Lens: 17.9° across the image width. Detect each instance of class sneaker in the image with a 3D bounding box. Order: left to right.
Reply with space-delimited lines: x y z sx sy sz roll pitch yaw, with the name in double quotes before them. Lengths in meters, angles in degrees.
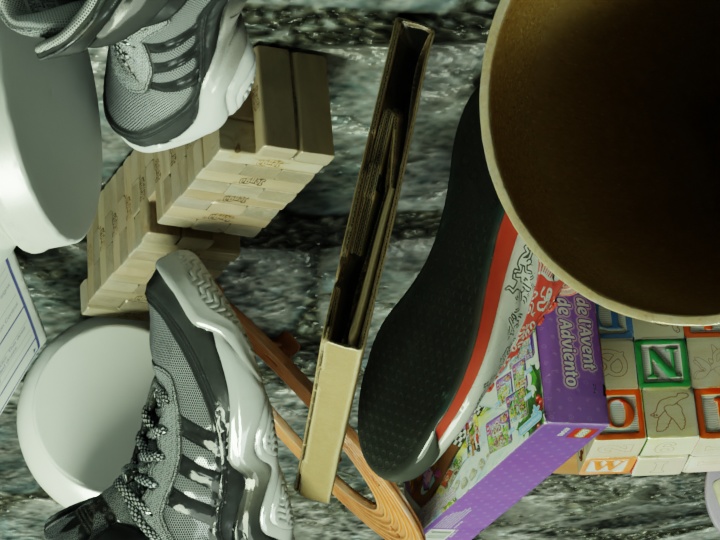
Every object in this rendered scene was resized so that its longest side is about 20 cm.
"sneaker" -0.094 -0.104 0.888 0.114 0.076 0.200 -18 159 -30
"sneaker" -0.099 0.096 1.092 0.113 0.201 0.075 -17 -158 -13
"sneaker" 0.076 0.012 1.096 0.108 0.202 0.067 12 -169 -42

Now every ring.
"ring" -0.030 0.076 1.249 0.019 0.200 0.201 -43 159 -12

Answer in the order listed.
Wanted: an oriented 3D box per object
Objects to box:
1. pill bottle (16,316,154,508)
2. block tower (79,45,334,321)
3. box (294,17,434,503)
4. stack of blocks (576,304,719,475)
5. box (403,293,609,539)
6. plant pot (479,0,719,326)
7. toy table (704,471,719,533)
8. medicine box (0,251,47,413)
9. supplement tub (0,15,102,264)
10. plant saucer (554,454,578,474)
"pill bottle" -0.127 0.084 1.246 0.112 0.113 0.200 -2 172 -3
"block tower" -0.079 -0.038 1.102 0.054 0.058 0.200 8 152 -25
"box" 0.000 0.000 1.069 0.021 0.164 0.200 12 155 1
"stack of blocks" 0.216 0.047 1.262 0.199 0.116 0.059 -2 156 -5
"box" 0.070 0.052 1.226 0.039 0.137 0.200 3 156 -19
"plant pot" 0.177 -0.063 0.963 0.186 0.187 0.200 -17 167 27
"toy table" 0.303 0.108 1.365 0.200 0.184 0.117 -30 169 2
"medicine box" -0.250 0.050 1.093 0.103 0.183 0.200 24 159 12
"supplement tub" -0.218 -0.057 0.931 0.199 0.141 0.140 -8 156 10
"plant saucer" 0.159 0.091 1.457 0.199 0.032 0.200 -3 156 -1
